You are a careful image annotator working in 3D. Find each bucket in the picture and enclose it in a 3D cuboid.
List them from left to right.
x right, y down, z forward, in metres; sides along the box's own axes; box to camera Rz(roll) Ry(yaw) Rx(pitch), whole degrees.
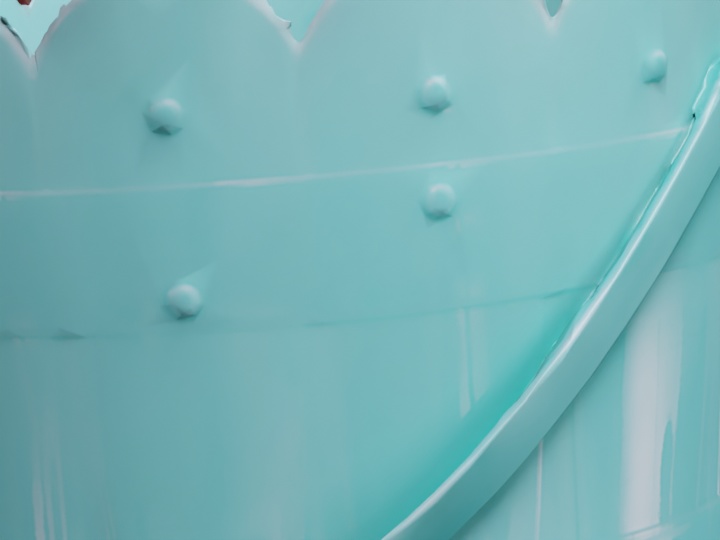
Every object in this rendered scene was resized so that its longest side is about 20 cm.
[{"bbox_3d":[-0.017,0.004,0.569,0.207,0.206,0.136,-21,108,-63],"label":"bucket"}]
